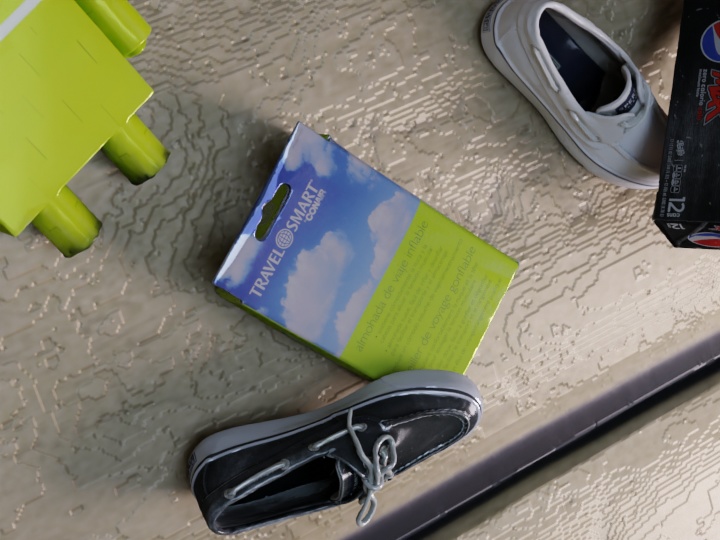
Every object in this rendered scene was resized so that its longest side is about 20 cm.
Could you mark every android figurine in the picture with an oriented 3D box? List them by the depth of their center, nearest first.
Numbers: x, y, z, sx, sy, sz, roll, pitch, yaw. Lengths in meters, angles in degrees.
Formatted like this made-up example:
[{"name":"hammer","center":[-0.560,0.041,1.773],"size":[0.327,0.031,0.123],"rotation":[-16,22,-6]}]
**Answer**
[{"name":"android figurine","center":[-0.205,-0.107,0.864],"size":[0.182,0.041,0.200],"rotation":[-50,117,-14]}]

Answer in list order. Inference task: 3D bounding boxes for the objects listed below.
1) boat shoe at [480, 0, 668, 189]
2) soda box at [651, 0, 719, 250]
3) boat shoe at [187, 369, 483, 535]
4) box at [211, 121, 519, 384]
[{"name":"boat shoe","center":[0.169,-0.120,1.056],"size":[0.200,0.065,0.074],"rotation":[32,80,-29]},{"name":"soda box","center":[0.260,-0.117,1.069],"size":[0.063,0.071,0.201],"rotation":[37,60,-60]},{"name":"boat shoe","center":[-0.008,0.120,0.961],"size":[0.199,0.068,0.074],"rotation":[-10,126,-15]},{"name":"box","center":[0.000,0.000,0.988],"size":[0.200,0.048,0.122],"rotation":[31,82,-29]}]
